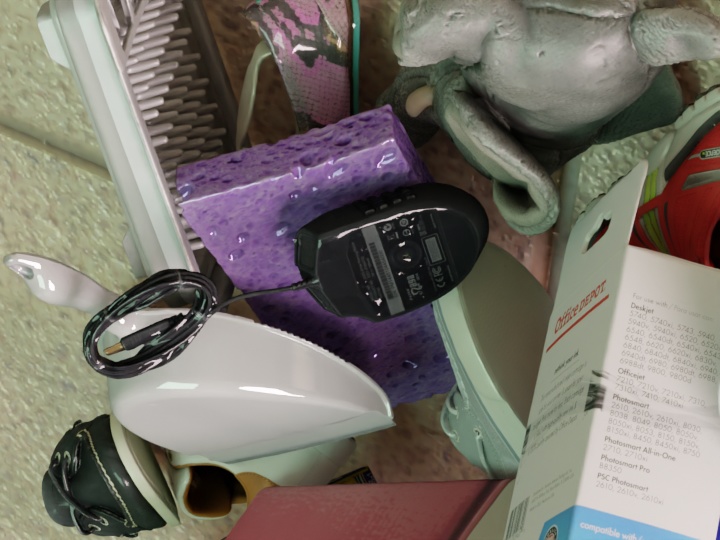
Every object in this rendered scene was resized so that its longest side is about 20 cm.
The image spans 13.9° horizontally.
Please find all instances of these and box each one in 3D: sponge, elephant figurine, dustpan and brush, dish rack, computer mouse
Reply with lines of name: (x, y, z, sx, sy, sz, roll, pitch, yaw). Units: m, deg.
sponge: (0.000, 0.000, 1.460, 0.112, 0.030, 0.200, -18, 140, 14)
elephant figurine: (0.082, -0.088, 1.379, 0.141, 0.155, 0.200, -8, 142, -3)
dustpan and brush: (-0.096, 0.039, 1.442, 0.140, 0.200, 0.057, -16, 65, 43)
dish rack: (-0.106, -0.088, 1.465, 0.044, 0.172, 0.200, -14, 115, 13)
computer mouse: (-0.036, 0.004, 1.389, 0.200, 0.034, 0.059, -16, 121, 0)

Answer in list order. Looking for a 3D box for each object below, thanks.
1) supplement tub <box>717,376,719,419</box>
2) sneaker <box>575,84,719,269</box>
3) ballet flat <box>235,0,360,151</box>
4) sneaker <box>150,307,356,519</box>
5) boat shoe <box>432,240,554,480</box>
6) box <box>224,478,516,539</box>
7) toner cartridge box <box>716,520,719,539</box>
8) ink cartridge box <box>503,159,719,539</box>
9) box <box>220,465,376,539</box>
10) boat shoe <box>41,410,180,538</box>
supplement tub: (0.249, 0.018, 1.259, 0.140, 0.200, 0.140, 19, 130, 25)
sneaker: (0.156, -0.010, 1.366, 0.200, 0.077, 0.085, 120, 145, -54)
ballet flat: (-0.027, -0.057, 1.494, 0.071, 0.069, 0.200, -11, 122, -5)
sneaker: (-0.094, 0.080, 1.601, 0.200, 0.085, 0.073, 29, 173, 46)
boat shoe: (0.076, 0.079, 1.454, 0.071, 0.070, 0.201, -14, 113, 40)
box: (0.028, 0.183, 1.458, 0.200, 0.109, 0.128, -5, 127, 40)
toner cartridge box: (0.184, 0.118, 1.376, 0.095, 0.200, 0.043, -7, 132, 39)
ink cartridge box: (0.119, 0.065, 1.303, 0.068, 0.200, 0.116, 16, 161, -10)
box: (-0.069, 0.184, 1.634, 0.200, 0.064, 0.070, -31, 85, 26)
boat shoe: (-0.144, 0.117, 1.636, 0.075, 0.066, 0.199, 64, 176, -4)
